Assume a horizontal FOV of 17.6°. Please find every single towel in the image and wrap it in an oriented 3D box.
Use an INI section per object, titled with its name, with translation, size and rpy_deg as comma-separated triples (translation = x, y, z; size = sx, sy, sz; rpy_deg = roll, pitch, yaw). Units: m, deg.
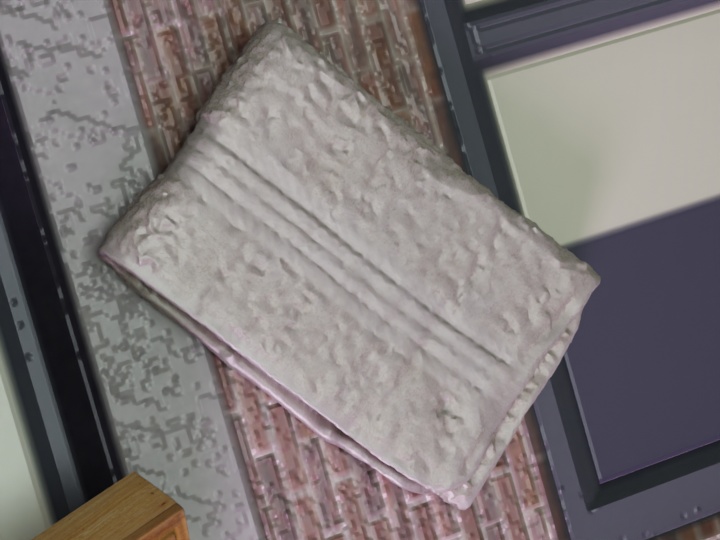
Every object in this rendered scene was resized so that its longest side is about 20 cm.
[towel]
translation = 0.000, 0.000, 1.005
size = 0.200, 0.034, 0.133
rpy_deg = 38, 74, -14

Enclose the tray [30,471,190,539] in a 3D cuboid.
[tray]
translation = -0.146, 0.173, 0.893
size = 0.199, 0.037, 0.099
rpy_deg = -34, 134, -31
